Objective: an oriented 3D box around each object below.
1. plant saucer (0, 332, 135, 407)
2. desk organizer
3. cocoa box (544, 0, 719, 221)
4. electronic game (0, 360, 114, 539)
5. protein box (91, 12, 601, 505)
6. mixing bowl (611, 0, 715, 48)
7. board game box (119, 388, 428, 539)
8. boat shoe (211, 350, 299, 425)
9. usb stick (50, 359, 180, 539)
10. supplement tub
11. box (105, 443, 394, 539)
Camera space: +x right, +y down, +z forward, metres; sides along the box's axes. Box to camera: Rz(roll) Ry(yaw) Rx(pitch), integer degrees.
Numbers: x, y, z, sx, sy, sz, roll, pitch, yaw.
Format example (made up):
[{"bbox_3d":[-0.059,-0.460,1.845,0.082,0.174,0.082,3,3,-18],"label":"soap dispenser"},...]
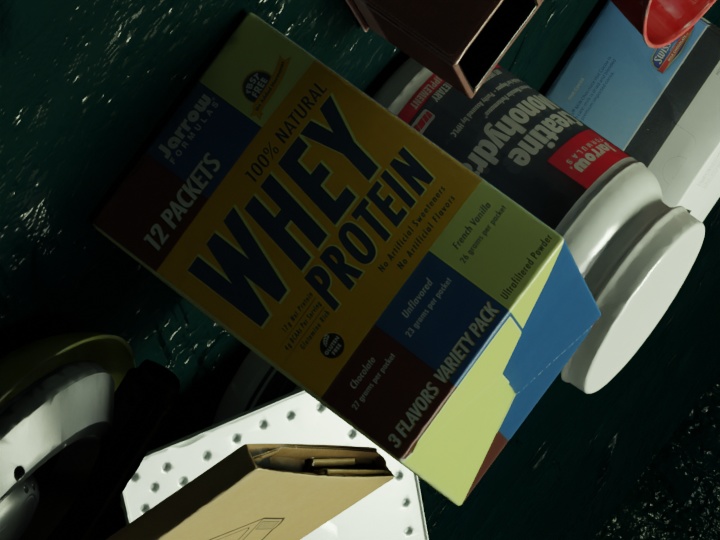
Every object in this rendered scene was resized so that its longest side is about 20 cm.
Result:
[{"bbox_3d":[-0.192,0.108,1.241,0.200,0.031,0.200,-48,162,-21],"label":"plant saucer"},{"bbox_3d":[0.083,-0.200,1.315,0.201,0.077,0.072,-54,164,-3],"label":"desk organizer"},{"bbox_3d":[0.204,-0.096,1.780,0.201,0.131,0.133,-57,164,8],"label":"cocoa box"},{"bbox_3d":[-0.187,0.123,1.152,0.200,0.042,0.200,-49,171,-11],"label":"electronic game"},{"bbox_3d":[0.000,0.000,1.260,0.135,0.199,0.199,-53,164,-3],"label":"protein box"},{"bbox_3d":[0.189,-0.248,1.468,0.200,0.108,0.200,-48,164,-19],"label":"mixing bowl"},{"bbox_3d":[-0.050,0.173,1.500,0.199,0.026,0.202,-21,113,-28],"label":"board game box"},{"bbox_3d":[-0.031,0.065,1.544,0.201,0.071,0.072,-59,163,17],"label":"boat shoe"},{"bbox_3d":[-0.157,0.137,1.268,0.201,0.032,0.055,-56,-172,6],"label":"usb stick"},{"bbox_3d":[0.093,-0.033,1.461,0.141,0.199,0.141,-49,163,-20],"label":"supplement tub"},{"bbox_3d":[-0.095,0.148,1.224,0.199,0.021,0.163,-35,163,17],"label":"box"}]
